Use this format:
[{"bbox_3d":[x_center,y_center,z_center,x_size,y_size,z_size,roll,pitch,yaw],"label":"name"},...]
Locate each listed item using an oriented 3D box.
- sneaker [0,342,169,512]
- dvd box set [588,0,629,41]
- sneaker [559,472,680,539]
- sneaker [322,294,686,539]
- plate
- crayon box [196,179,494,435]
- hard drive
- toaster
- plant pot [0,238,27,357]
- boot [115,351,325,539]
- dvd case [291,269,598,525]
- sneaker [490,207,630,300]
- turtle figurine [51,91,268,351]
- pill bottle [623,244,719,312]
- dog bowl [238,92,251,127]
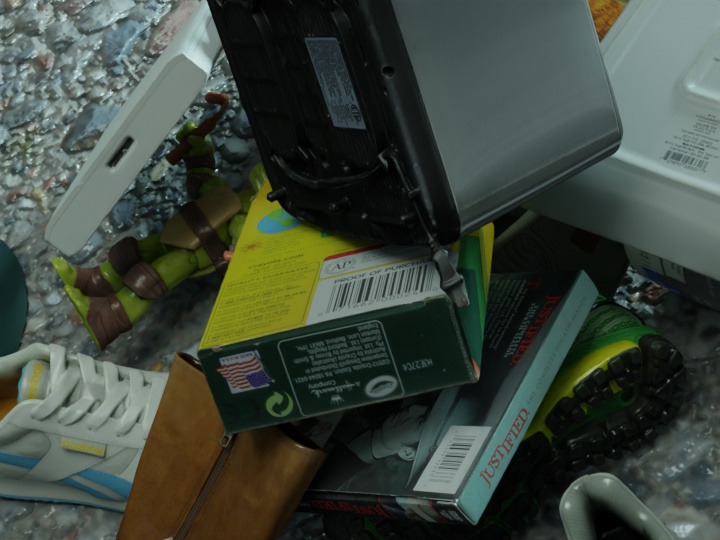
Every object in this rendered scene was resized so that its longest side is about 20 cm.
[{"bbox_3d":[-0.149,0.084,1.083,0.198,0.081,0.077,-4,51,19],"label":"sneaker"},{"bbox_3d":[0.217,-0.155,1.143,0.146,0.029,0.200,-37,48,-7],"label":"dvd box set"},{"bbox_3d":[0.144,0.176,0.884,0.075,0.081,0.201,-29,49,-3],"label":"sneaker"},{"bbox_3d":[0.067,0.085,1.002,0.199,0.078,0.085,-30,37,-8],"label":"sneaker"},{"bbox_3d":[0.191,-0.090,0.950,0.199,0.032,0.201,23,68,35],"label":"plate"},{"bbox_3d":[0.000,0.000,0.975,0.126,0.051,0.200,-13,25,14],"label":"crayon box"},{"bbox_3d":[-0.124,-0.093,1.147,0.132,0.026,0.200,-51,10,16],"label":"hard drive"},{"bbox_3d":[0.016,-0.106,0.915,0.118,0.202,0.180,-25,17,-22],"label":"toaster"},{"bbox_3d":[-0.327,0.001,1.173,0.199,0.161,0.202,-12,50,15],"label":"plant pot"},{"bbox_3d":[-0.126,0.136,0.978,0.188,0.068,0.202,26,98,39],"label":"boot"},{"bbox_3d":[0.011,0.062,0.983,0.199,0.022,0.147,-5,44,46],"label":"dvd case"},{"bbox_3d":[0.105,-0.026,1.077,0.200,0.075,0.106,-50,18,2],"label":"sneaker"},{"bbox_3d":[-0.102,-0.024,1.158,0.160,0.065,0.200,-31,40,-3],"label":"turtle figurine"},{"bbox_3d":[0.239,-0.014,0.967,0.199,0.114,0.114,27,68,37],"label":"pill bottle"},{"bbox_3d":[0.018,-0.117,1.129,0.198,0.074,0.201,1,33,-1],"label":"dog bowl"}]
